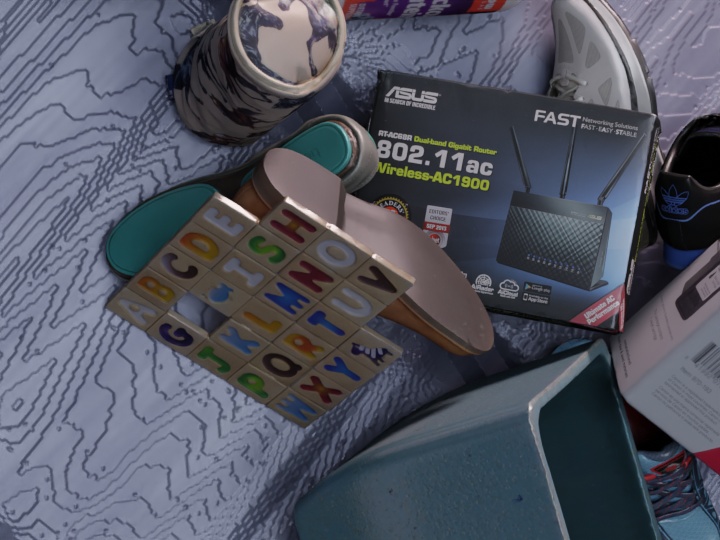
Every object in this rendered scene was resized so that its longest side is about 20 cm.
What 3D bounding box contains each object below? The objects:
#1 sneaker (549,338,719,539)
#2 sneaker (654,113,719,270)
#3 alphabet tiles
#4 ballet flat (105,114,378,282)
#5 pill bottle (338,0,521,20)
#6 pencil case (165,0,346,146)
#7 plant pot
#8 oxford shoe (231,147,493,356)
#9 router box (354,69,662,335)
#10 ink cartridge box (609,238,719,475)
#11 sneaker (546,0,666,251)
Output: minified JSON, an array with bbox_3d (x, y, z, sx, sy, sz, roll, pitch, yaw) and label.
[{"bbox_3d":[0.202,0.142,1.421,0.079,0.096,0.200,-37,100,-13],"label":"sneaker"},{"bbox_3d":[0.267,-0.085,1.411,0.200,0.070,0.078,-51,139,-42],"label":"sneaker"},{"bbox_3d":[-0.056,0.024,1.299,0.167,0.200,0.008,33,51,-14],"label":"alphabet tiles"},{"bbox_3d":[-0.076,-0.040,1.344,0.200,0.064,0.067,-26,75,13],"label":"ballet flat"},{"bbox_3d":[0.057,-0.231,1.365,0.200,0.111,0.112,-5,92,-17],"label":"pill bottle"},{"bbox_3d":[-0.070,-0.137,1.282,0.078,0.200,0.090,-35,94,-17],"label":"pencil case"},{"bbox_3d":[0.074,0.177,1.324,0.200,0.196,0.197,-14,96,23],"label":"plant pot"},{"bbox_3d":[0.000,0.000,1.302,0.200,0.071,0.071,35,124,-14],"label":"oxford shoe"},{"bbox_3d":[0.096,-0.047,1.364,0.200,0.062,0.150,10,86,10],"label":"router box"},{"bbox_3d":[0.292,0.043,1.341,0.145,0.083,0.200,38,112,-19],"label":"ink cartridge box"},{"bbox_3d":[0.149,-0.096,1.413,0.115,0.076,0.201,-21,99,-18],"label":"sneaker"}]
